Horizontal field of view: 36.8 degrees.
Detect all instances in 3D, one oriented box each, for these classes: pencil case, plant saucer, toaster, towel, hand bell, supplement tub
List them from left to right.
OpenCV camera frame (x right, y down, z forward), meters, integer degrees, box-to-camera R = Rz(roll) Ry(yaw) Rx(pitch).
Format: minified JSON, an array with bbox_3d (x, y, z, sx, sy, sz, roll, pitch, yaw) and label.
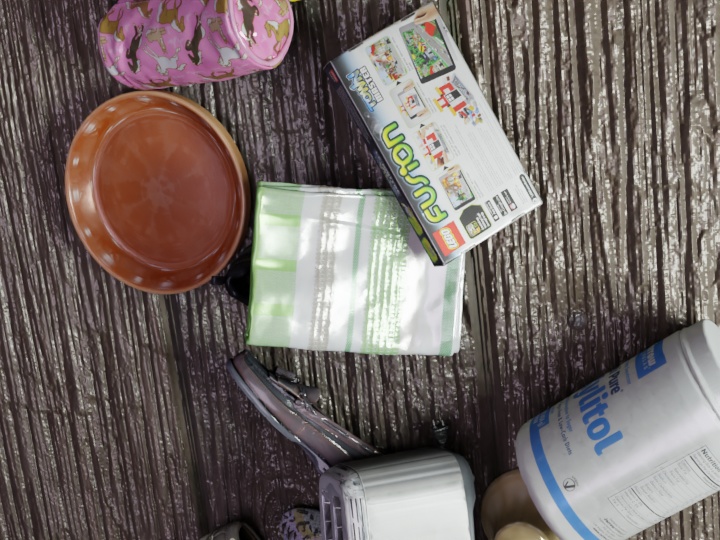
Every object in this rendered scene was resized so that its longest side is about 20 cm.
[{"bbox_3d":[-0.200,-0.077,1.072,0.197,0.032,0.203,5,106,17],"label":"plant saucer"},{"bbox_3d":[-0.150,-0.211,0.959,0.198,0.082,0.088,-1,77,43],"label":"pencil case"},{"bbox_3d":[0.000,0.000,0.965,0.197,0.031,0.152,3,92,-14],"label":"towel"},{"bbox_3d":[0.036,0.248,1.010,0.127,0.113,0.203,-4,90,-20],"label":"toaster"},{"bbox_3d":[0.139,0.269,0.968,0.103,0.200,0.106,5,108,16],"label":"hand bell"},{"bbox_3d":[0.247,0.147,0.937,0.199,0.132,0.133,-36,92,22],"label":"supplement tub"}]

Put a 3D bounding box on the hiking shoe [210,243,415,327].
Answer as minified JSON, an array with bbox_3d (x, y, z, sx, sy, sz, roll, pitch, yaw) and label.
[{"bbox_3d":[-0.041,0.037,1.015,0.197,0.101,0.077,16,111,14],"label":"hiking shoe"}]

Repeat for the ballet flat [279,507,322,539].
[{"bbox_3d":[-0.001,0.308,1.097,0.199,0.072,0.073,28,112,9],"label":"ballet flat"}]

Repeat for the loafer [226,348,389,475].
[{"bbox_3d":[-0.046,0.145,1.074,0.063,0.072,0.200,-43,96,4],"label":"loafer"}]

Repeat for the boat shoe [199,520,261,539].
[{"bbox_3d":[-0.097,0.358,1.140,0.060,0.072,0.203,-34,89,28],"label":"boat shoe"}]

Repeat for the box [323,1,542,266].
[{"bbox_3d":[0.064,-0.118,0.945,0.109,0.035,0.202,-30,95,-11],"label":"box"}]
